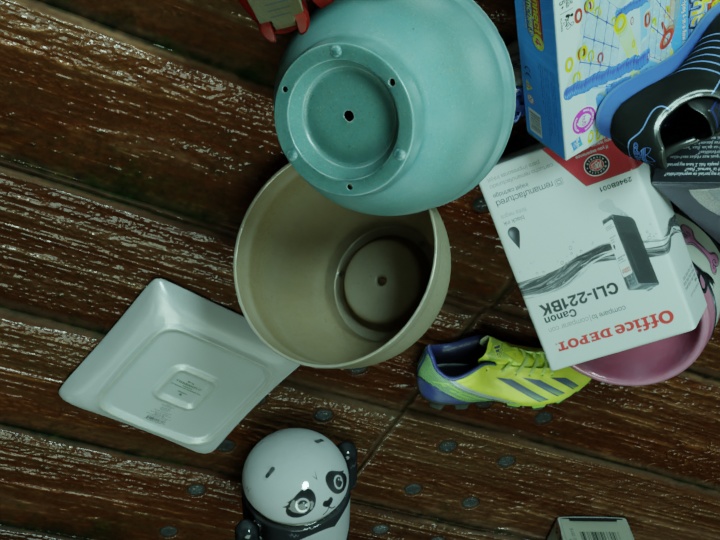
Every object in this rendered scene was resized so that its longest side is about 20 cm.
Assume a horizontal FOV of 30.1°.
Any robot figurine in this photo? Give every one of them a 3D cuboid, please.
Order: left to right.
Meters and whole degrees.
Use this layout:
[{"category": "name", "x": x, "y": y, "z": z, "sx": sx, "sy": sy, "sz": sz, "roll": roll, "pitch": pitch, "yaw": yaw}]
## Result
[{"category": "robot figurine", "x": -0.071, "y": 0.268, "z": 1.502, "sx": 0.124, "sy": 0.151, "sz": 0.201, "roll": 4, "pitch": 133, "yaw": 3}]

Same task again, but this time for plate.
[{"category": "plate", "x": -0.184, "y": 0.114, "z": 1.402, "sx": 0.199, "sy": 0.032, "sz": 0.200, "roll": 26, "pitch": 124, "yaw": -31}]

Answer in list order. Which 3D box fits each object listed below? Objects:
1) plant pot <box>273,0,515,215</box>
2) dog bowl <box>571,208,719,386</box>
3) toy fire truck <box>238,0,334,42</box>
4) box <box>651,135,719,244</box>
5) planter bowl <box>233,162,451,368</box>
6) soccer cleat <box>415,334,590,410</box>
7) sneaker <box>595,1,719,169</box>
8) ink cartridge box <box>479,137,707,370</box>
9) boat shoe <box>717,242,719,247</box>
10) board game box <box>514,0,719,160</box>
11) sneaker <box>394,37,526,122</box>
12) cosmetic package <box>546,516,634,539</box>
[{"category": "plant pot", "x": 0.010, "y": -0.131, "z": 1.071, "sx": 0.199, "sy": 0.134, "sz": 0.202, "roll": 7, "pitch": 109, "yaw": 22}, {"category": "dog bowl", "x": 0.265, "y": 0.031, "z": 1.334, "sx": 0.199, "sy": 0.074, "sz": 0.201, "roll": 8, "pitch": 129, "yaw": 10}, {"category": "toy fire truck", "x": -0.024, "y": -0.236, "z": 0.986, "sx": 0.175, "sy": 0.201, "sz": 0.129, "roll": -27, "pitch": 132, "yaw": 15}, {"category": "box", "x": 0.376, "y": -0.085, "z": 1.209, "sx": 0.132, "sy": 0.115, "sz": 0.200, "roll": 4, "pitch": 162, "yaw": 43}, {"category": "planter bowl", "x": 0.000, "y": 0.000, "z": 1.239, "sx": 0.199, "sy": 0.201, "sz": 0.135, "roll": -28, "pitch": 158, "yaw": 16}, {"category": "soccer cleat", "x": 0.158, "y": 0.103, "z": 1.435, "sx": 0.199, "sy": 0.065, "sz": 0.084, "roll": -4, "pitch": 131, "yaw": -6}, {"category": "sneaker", "x": 0.292, "y": -0.156, "z": 1.104, "sx": 0.200, "sy": 0.078, "sz": 0.070, "roll": -39, "pitch": 138, "yaw": -7}, {"category": "ink cartridge box", "x": 0.213, "y": -0.026, "z": 1.222, "sx": 0.144, "sy": 0.084, "sz": 0.201, "roll": -19, "pitch": 97, "yaw": 26}, {"category": "boat shoe", "x": 0.372, "y": -0.013, "z": 1.363, "sx": 0.199, "sy": 0.069, "sz": 0.084, "roll": -26, "pitch": 132, "yaw": 14}, {"category": "board game box", "x": 0.222, "y": -0.221, "z": 1.097, "sx": 0.195, "sy": 0.056, "sz": 0.201, "roll": -30, "pitch": 136, "yaw": -16}, {"category": "sneaker", "x": 0.133, "y": -0.155, "z": 1.172, "sx": 0.199, "sy": 0.088, "sz": 0.076, "roll": -10, "pitch": 132, "yaw": -3}, {"category": "cosmetic package", "x": 0.280, "y": 0.414, "z": 1.734, "sx": 0.103, "sy": 0.088, "sz": 0.201, "roll": 4, "pitch": 131, "yaw": -16}]
